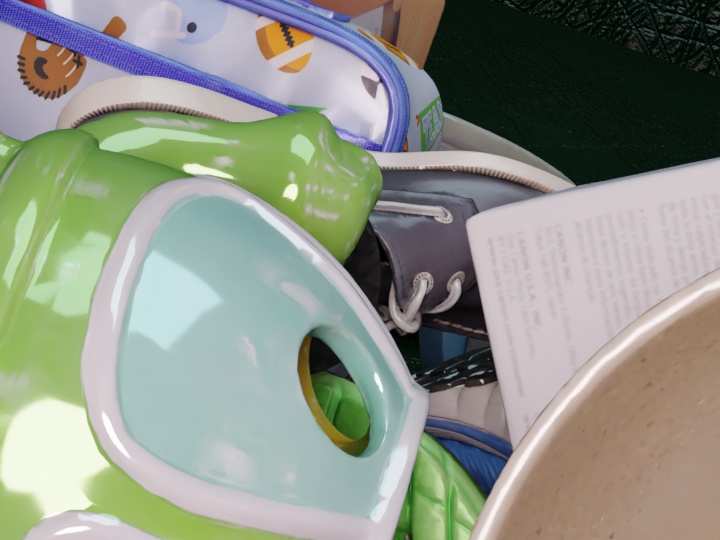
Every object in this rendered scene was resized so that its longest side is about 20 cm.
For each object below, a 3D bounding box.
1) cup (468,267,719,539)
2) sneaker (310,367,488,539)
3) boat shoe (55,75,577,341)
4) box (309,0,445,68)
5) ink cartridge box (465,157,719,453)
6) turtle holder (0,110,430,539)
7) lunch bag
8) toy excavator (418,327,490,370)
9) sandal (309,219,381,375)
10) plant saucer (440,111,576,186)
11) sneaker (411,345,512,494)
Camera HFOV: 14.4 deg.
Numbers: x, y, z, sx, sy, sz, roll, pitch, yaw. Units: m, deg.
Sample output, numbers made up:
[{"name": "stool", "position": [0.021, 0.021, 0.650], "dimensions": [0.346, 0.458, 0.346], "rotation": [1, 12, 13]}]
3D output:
[{"name": "cup", "position": [0.133, 0.107, 0.626], "dimensions": [0.200, 0.201, 0.143], "rotation": [24, -8, 29]}, {"name": "sneaker", "position": [-0.016, 0.057, 0.845], "dimensions": [0.200, 0.077, 0.084], "rotation": [34, 16, 38]}, {"name": "boat shoe", "position": [0.000, 0.000, 0.872], "dimensions": [0.199, 0.073, 0.063], "rotation": [16, 47, -18]}, {"name": "box", "position": [-0.071, -0.057, 1.113], "dimensions": [0.106, 0.153, 0.200], "rotation": [23, 13, 22]}, {"name": "ink cartridge box", "position": [0.137, 0.044, 0.741], "dimensions": [0.199, 0.161, 0.047], "rotation": [-11, 1, 27]}, {"name": "turtle holder", "position": [-0.054, 0.040, 0.691], "dimensions": [0.131, 0.142, 0.186], "rotation": [17, 16, 1]}, {"name": "lunch bag", "position": [-0.080, -0.040, 0.969], "dimensions": [0.199, 0.161, 0.076], "rotation": [23, 9, 14]}, {"name": "toy excavator", "position": [0.080, 0.019, 1.173], "dimensions": [0.194, 0.100, 0.200], "rotation": [11, 4, -37]}, {"name": "sandal", "position": [-0.094, 0.005, 0.776], "dimensions": [0.199, 0.076, 0.048], "rotation": [0, 16, -21]}, {"name": "plant saucer", "position": [0.004, -0.032, 1.286], "dimensions": [0.199, 0.050, 0.200], "rotation": [18, -12, 4]}, {"name": "sneaker", "position": [0.063, 0.070, 0.943], "dimensions": [0.078, 0.090, 0.200], "rotation": [-20, 10, -23]}]
